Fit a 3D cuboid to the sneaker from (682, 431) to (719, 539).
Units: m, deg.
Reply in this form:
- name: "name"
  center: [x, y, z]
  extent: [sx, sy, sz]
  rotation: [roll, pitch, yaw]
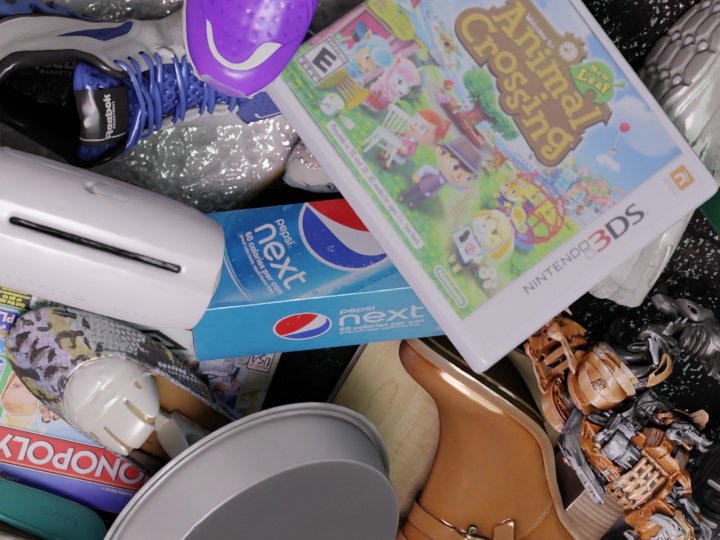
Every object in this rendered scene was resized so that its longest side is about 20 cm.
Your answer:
- name: "sneaker"
  center: [0.273, 0.117, 1.618]
  extent: [0.200, 0.074, 0.079]
  rotation: [-36, 132, -27]

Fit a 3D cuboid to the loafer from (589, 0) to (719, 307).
- name: "loafer"
  center: [0.184, -0.073, 1.534]
  extent: [0.070, 0.070, 0.200]
  rotation: [31, 93, -28]

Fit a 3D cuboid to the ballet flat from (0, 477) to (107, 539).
- name: "ballet flat"
  center: [-0.237, 0.138, 1.523]
  extent: [0.200, 0.068, 0.062]
  rotation: [31, 120, -24]

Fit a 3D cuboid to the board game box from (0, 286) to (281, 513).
- name: "board game box"
  center: [-0.160, 0.072, 1.559]
  extent: [0.200, 0.029, 0.135]
  rotation: [14, 110, -18]

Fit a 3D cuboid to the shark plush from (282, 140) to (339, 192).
- name: "shark plush"
  center: [0.057, -0.071, 1.540]
  extent: [0.200, 0.091, 0.083]
  rotation: [-2, 137, -34]

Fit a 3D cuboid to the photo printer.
- name: "photo printer"
  center: [-0.163, -0.022, 1.412]
  extent: [0.166, 0.200, 0.070]
  rotation: [17, 90, -17]

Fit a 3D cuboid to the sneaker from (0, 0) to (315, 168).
- name: "sneaker"
  center: [-0.120, -0.096, 1.438]
  extent: [0.199, 0.115, 0.081]
  rotation: [0, 116, -12]

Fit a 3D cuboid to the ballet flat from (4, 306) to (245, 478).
- name: "ballet flat"
  center: [-0.114, 0.088, 1.522]
  extent: [0.200, 0.072, 0.072]
  rotation: [34, 104, -24]

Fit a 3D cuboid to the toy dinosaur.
- name: "toy dinosaur"
  center: [0.153, 0.069, 1.551]
  extent: [0.136, 0.102, 0.200]
  rotation: [-24, 101, -46]

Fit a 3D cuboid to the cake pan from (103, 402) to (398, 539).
- name: "cake pan"
  center: [-0.060, 0.163, 1.516]
  extent: [0.200, 0.037, 0.201]
  rotation: [-23, 139, -21]

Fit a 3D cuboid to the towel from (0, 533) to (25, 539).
- name: "towel"
  center: [-0.256, 0.195, 1.537]
  extent: [0.200, 0.035, 0.193]
  rotation: [16, 145, -18]

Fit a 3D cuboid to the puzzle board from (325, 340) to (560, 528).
- name: "puzzle board"
  center: [0.033, 0.123, 1.632]
  extent: [0.150, 0.017, 0.200]
  rotation: [24, 108, -23]

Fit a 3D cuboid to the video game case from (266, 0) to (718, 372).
- name: "video game case"
  center: [0.073, -0.075, 1.453]
  extent: [0.182, 0.022, 0.200]
  rotation: [-36, 88, -22]

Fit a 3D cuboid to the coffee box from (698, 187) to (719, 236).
- name: "coffee box"
  center: [0.272, -0.031, 1.509]
  extent: [0.123, 0.200, 0.044]
  rotation: [-42, 119, 7]

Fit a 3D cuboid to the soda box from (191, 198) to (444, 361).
- name: "soda box"
  center: [0.000, 0.000, 1.513]
  extent: [0.199, 0.064, 0.068]
  rotation: [-7, 153, -3]

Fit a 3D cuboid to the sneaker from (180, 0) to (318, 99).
- name: "sneaker"
  center: [-0.038, -0.190, 1.381]
  extent: [0.069, 0.100, 0.200]
  rotation: [23, 80, -3]

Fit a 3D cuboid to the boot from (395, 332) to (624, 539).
- name: "boot"
  center: [0.057, 0.133, 1.595]
  extent: [0.200, 0.074, 0.155]
  rotation: [40, 105, -24]
